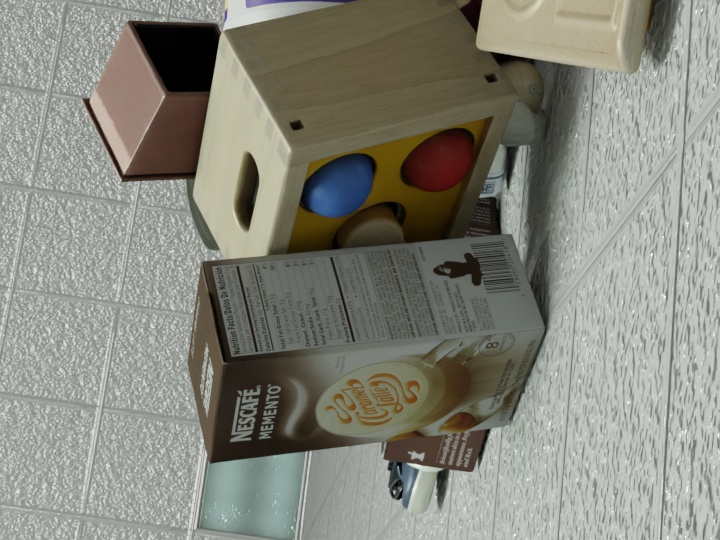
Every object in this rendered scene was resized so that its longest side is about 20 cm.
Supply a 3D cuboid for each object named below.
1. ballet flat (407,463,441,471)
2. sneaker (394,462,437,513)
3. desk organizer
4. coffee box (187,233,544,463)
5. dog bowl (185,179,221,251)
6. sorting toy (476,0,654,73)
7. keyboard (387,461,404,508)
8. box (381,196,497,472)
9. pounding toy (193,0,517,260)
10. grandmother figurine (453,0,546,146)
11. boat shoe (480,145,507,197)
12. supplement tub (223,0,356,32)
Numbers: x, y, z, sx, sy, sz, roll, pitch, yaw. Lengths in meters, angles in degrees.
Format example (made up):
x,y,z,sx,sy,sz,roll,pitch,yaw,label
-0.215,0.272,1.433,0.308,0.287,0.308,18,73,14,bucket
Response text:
x,y,z,sx,sy,sz,roll,pitch,yaw,label
0.035,0.096,1.330,0.200,0.069,0.070,-125,37,-46,ballet flat
0.028,0.110,1.409,0.075,0.084,0.201,103,174,-47,sneaker
-0.073,-0.113,1.130,0.077,0.199,0.072,-55,53,39,desk organizer
0.000,0.048,1.054,0.115,0.198,0.080,102,157,-51,coffee box
-0.038,-0.074,1.363,0.059,0.199,0.201,-59,-20,-71,dog bowl
0.121,-0.202,0.894,0.200,0.036,0.187,-149,67,-69,sorting toy
0.047,0.134,1.558,0.128,0.020,0.201,-86,5,-45,keyboard
0.059,0.037,1.239,0.201,0.074,0.101,-84,5,-49,box
0.009,-0.052,1.082,0.143,0.183,0.201,59,152,29,pounding toy
0.096,-0.182,1.110,0.060,0.121,0.202,1,95,52,grandmother figurine
0.079,-0.143,1.302,0.202,0.074,0.087,-93,11,-57,boat shoe
-0.022,-0.246,1.204,0.145,0.144,0.202,128,144,-82,supplement tub
